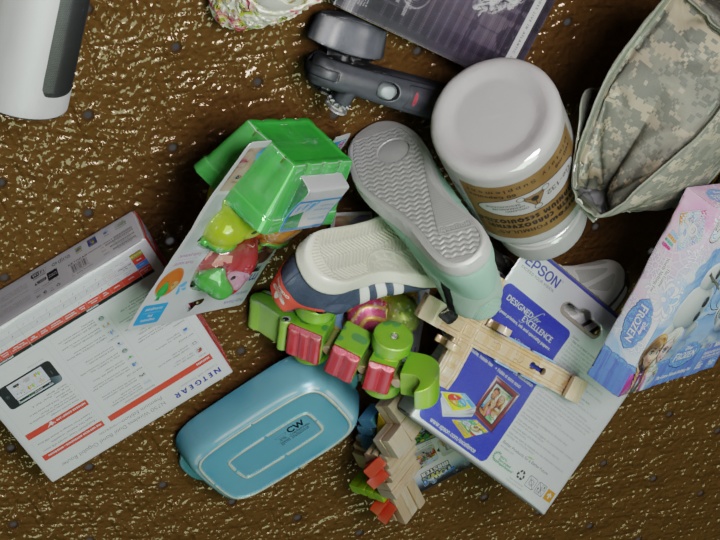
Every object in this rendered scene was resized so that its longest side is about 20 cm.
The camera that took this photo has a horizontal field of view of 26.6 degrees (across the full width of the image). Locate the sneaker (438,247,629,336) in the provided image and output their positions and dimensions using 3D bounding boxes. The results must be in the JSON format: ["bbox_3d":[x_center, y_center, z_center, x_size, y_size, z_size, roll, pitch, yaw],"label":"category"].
[{"bbox_3d":[0.168,0.017,1.492,0.198,0.076,0.116,-24,130,-5],"label":"sneaker"}]

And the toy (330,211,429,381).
[{"bbox_3d":[0.020,0.035,1.456,0.114,0.047,0.202,-5,123,-19],"label":"toy"}]

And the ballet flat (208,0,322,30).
[{"bbox_3d":[-0.032,-0.249,1.216,0.198,0.064,0.076,-24,103,3],"label":"ballet flat"}]

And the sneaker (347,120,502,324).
[{"bbox_3d":[0.056,-0.038,1.339,0.073,0.201,0.119,-30,142,-5],"label":"sneaker"}]

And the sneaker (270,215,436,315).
[{"bbox_3d":[0.000,0.000,1.359,0.198,0.076,0.084,-2,152,-45],"label":"sneaker"}]

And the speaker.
[{"bbox_3d":[-0.241,-0.221,1.148,0.080,0.081,0.202,4,119,-26],"label":"speaker"}]

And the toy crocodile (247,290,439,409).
[{"bbox_3d":[-0.016,0.073,1.401,0.198,0.062,0.068,24,131,10],"label":"toy crocodile"}]

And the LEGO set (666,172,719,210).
[{"bbox_3d":[0.335,-0.160,1.452,0.152,0.116,0.202,18,113,0],"label":"LEGO set"}]

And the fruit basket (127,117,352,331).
[{"bbox_3d":[-0.095,-0.031,1.298,0.201,0.093,0.185,-60,160,19],"label":"fruit basket"}]

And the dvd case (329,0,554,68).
[{"bbox_3d":[0.087,-0.259,1.301,0.198,0.016,0.150,19,105,-32],"label":"dvd case"}]

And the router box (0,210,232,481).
[{"bbox_3d":[-0.241,0.071,1.362,0.198,0.049,0.180,-30,129,-3],"label":"router box"}]

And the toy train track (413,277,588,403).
[{"bbox_3d":[0.137,0.076,1.414,0.199,0.032,0.116,28,91,-26],"label":"toy train track"}]

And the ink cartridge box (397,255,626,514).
[{"bbox_3d":[0.164,0.104,1.473,0.197,0.047,0.201,37,86,-26],"label":"ink cartridge box"}]

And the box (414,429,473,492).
[{"bbox_3d":[0.120,0.146,1.583,0.198,0.035,0.111,-26,129,-6],"label":"box"}]

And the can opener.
[{"bbox_3d":[0.035,-0.159,1.322,0.198,0.064,0.079,18,113,-32],"label":"can opener"}]

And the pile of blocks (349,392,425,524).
[{"bbox_3d":[0.015,0.192,1.516,0.062,0.081,0.201,-48,153,-30],"label":"pile of blocks"}]

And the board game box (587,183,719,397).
[{"bbox_3d":[0.316,0.013,1.414,0.199,0.043,0.201,-9,129,-51],"label":"board game box"}]

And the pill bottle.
[{"bbox_3d":[0.139,-0.088,1.335,0.114,0.115,0.200,-35,150,2],"label":"pill bottle"}]

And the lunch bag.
[{"bbox_3d":[0.266,-0.133,1.309,0.201,0.117,0.163,-56,159,22],"label":"lunch bag"}]

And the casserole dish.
[{"bbox_3d":[-0.086,0.158,1.480,0.199,0.039,0.121,-33,134,9],"label":"casserole dish"}]
